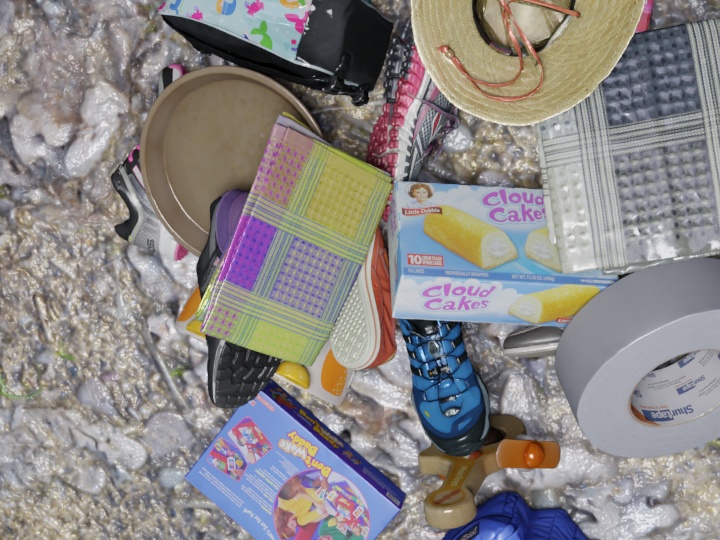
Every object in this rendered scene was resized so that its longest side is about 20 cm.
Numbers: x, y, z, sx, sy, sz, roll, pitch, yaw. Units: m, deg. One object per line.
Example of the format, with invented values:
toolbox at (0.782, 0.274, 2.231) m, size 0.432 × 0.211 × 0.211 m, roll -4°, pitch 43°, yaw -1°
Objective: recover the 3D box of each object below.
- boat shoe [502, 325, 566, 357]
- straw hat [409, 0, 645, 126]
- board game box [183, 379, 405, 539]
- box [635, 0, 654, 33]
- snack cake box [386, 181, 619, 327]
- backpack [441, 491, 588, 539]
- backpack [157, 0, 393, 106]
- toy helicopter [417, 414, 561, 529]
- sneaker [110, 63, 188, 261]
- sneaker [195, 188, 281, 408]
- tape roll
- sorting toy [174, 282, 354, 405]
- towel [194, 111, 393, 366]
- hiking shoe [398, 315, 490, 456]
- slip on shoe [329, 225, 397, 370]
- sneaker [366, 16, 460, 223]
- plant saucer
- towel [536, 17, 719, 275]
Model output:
boat shoe at (0.235, 0.046, 0.926) m, size 0.197 × 0.067 × 0.058 m, roll -9°, pitch 77°, yaw 6°
straw hat at (0.137, -0.227, 0.788) m, size 0.198 × 0.085 × 0.204 m, roll 4°, pitch 105°, yaw 14°
board game box at (-0.070, 0.230, 1.014) m, size 0.200 × 0.045 × 0.135 m, roll 40°, pitch 103°, yaw 3°
box at (0.167, -0.265, 0.870) m, size 0.197 × 0.100 × 0.097 m, roll 11°, pitch 101°, yaw 9°
snack cake box at (0.127, -0.015, 0.878) m, size 0.197 × 0.116 × 0.068 m, roll 3°, pitch 143°, yaw -6°
backpack at (0.147, 0.323, 0.908) m, size 0.168 × 0.200 × 0.163 m, roll 44°, pitch 104°, yaw 2°
backpack at (-0.081, -0.251, 0.882) m, size 0.198 × 0.177 × 0.152 m, roll 16°, pitch 98°, yaw 19°
toy helicopter at (0.113, 0.186, 0.894) m, size 0.131 × 0.200 × 0.080 m, roll -4°, pitch 104°, yaw 21°
sneaker at (-0.215, -0.112, 0.977) m, size 0.086 × 0.074 × 0.203 m, roll 7°, pitch 104°, yaw 3°
sneaker at (-0.117, 0.025, 0.891) m, size 0.087 × 0.075 × 0.203 m, roll 20°, pitch 103°, yaw 45°
tape roll at (0.281, 0.084, 0.859) m, size 0.198 × 0.067 × 0.202 m, roll -7°, pitch 134°, yaw -8°
sorting toy at (-0.076, 0.013, 0.972) m, size 0.198 × 0.107 × 0.182 m, roll 24°, pitch 83°, yaw 6°
towel at (-0.055, -0.023, 0.846) m, size 0.023 × 0.143 × 0.202 m, roll 20°, pitch 88°, yaw 52°
hiking shoe at (0.067, 0.079, 0.897) m, size 0.074 × 0.087 × 0.202 m, roll -23°, pitch 52°, yaw 14°
slip on shoe at (0.000, 0.000, 0.925) m, size 0.074 × 0.061 × 0.202 m, roll -21°, pitch 66°, yaw 34°
sneaker at (0.058, -0.138, 0.925) m, size 0.074 × 0.081 × 0.202 m, roll 7°, pitch 109°, yaw -21°
plant saucer at (-0.116, -0.096, 0.904) m, size 0.197 × 0.029 × 0.203 m, roll 7°, pitch 114°, yaw 16°
towel at (0.248, -0.102, 0.808) m, size 0.190 × 0.035 × 0.203 m, roll -8°, pitch 87°, yaw 12°
